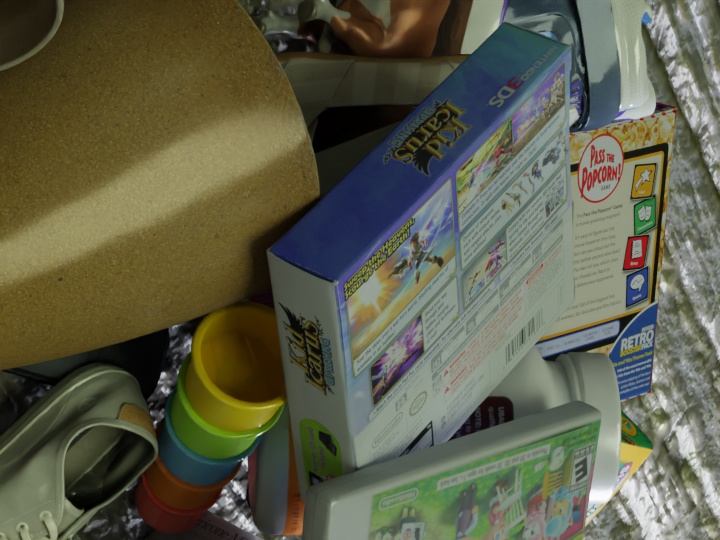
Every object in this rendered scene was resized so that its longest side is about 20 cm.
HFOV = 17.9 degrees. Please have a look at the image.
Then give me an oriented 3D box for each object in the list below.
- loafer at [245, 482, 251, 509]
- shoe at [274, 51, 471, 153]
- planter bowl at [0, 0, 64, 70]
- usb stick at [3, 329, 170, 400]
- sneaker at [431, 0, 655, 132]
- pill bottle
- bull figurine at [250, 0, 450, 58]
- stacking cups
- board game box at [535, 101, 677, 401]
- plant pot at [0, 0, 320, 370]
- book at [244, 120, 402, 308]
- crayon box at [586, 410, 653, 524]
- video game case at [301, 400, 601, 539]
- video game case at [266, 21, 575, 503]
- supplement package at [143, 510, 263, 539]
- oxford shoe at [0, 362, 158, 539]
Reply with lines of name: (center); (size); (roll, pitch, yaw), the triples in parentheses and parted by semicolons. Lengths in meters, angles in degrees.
loafer: (0.018, 0.090, 1.366); (0.200, 0.068, 0.071); (-25, 142, -27)
shoe: (-0.009, -0.079, 1.230); (0.199, 0.053, 0.070); (-8, 123, -5)
planter bowl: (-0.220, -0.177, 0.962); (0.200, 0.200, 0.135); (24, 62, -48)
usb stick: (-0.176, 0.026, 1.184); (0.200, 0.033, 0.056); (22, 90, -47)
sneaker: (0.107, -0.085, 1.347); (0.146, 0.081, 0.201); (12, 94, -21)
pill bottle: (0.039, 0.090, 1.275); (0.199, 0.113, 0.113); (0, 110, -6)
bull figurine: (0.010, -0.153, 1.280); (0.121, 0.065, 0.200); (18, 92, -46)
stacking cups: (-0.077, 0.087, 1.214); (0.060, 0.061, 0.200); (-39, 168, -29)
board game box: (0.133, -0.003, 1.478); (0.151, 0.046, 0.201); (-13, 115, -42)
plant pot: (-0.153, -0.031, 1.075); (0.200, 0.186, 0.187); (-32, 126, -32)
book: (0.000, 0.000, 1.265); (0.200, 0.133, 0.048); (54, 22, -57)
crayon box: (0.080, 0.157, 1.410); (0.200, 0.058, 0.119); (-49, 154, 11)
video game case: (0.042, 0.172, 1.182); (0.200, 0.022, 0.183); (-14, 119, -42)
video game case: (0.037, 0.003, 1.152); (0.200, 0.045, 0.182); (-45, 147, -33)
supplement package: (-0.087, 0.265, 1.251); (0.200, 0.191, 0.147); (-37, 129, -31)
oxford shoe: (-0.181, 0.134, 1.188); (0.200, 0.058, 0.075); (-46, 140, -4)
